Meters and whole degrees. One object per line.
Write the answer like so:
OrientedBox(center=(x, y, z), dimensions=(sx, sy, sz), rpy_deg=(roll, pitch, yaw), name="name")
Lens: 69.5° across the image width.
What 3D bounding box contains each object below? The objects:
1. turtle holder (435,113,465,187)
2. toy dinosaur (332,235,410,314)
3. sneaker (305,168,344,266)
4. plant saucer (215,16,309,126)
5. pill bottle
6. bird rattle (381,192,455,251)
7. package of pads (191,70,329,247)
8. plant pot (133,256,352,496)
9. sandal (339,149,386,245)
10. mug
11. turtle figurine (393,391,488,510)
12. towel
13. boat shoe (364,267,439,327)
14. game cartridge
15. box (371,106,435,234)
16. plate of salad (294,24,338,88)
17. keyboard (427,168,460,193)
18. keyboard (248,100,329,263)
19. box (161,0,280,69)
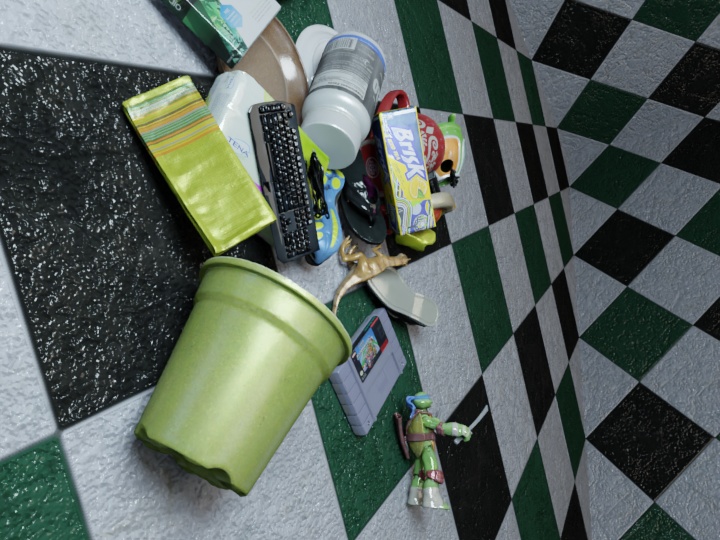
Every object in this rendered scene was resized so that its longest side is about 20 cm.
OrientedBox(center=(0.164, -0.258, 1.190), dimensions=(0.138, 0.185, 0.135), rpy_deg=(-13, 83, -31), name="turtle holder")
OrientedBox(center=(0.000, 0.000, 0.888), dimensions=(0.198, 0.106, 0.061), rpy_deg=(-31, 153, -23), name="toy dinosaur")
OrientedBox(center=(-0.068, -0.097, 0.820), dimensions=(0.069, 0.083, 0.203), rpy_deg=(15, 53, -23), name="sneaker")
OrientedBox(center=(-0.151, -0.299, 0.781), dimensions=(0.199, 0.036, 0.205), rpy_deg=(27, 58, -53), name="plant saucer")
OrientedBox(center=(-0.029, -0.269, 0.826), dimensions=(0.114, 0.112, 0.204), rpy_deg=(44, 49, -42), name="pill bottle")
OrientedBox(center=(0.103, -0.118, 1.023), dimensions=(0.199, 0.160, 0.115), rpy_deg=(18, 53, -62), name="bird rattle")
OrientedBox(center=(-0.135, -0.144, 0.698), dimensions=(0.199, 0.067, 0.158), rpy_deg=(38, 65, -48), name="package of pads")
OrientedBox(center=(-0.133, 0.123, 0.557), dimensions=(0.201, 0.197, 0.186), rpy_deg=(51, 53, -36), name="plant pot")
OrientedBox(center=(-0.003, -0.142, 0.910), dimensions=(0.074, 0.048, 0.204), rpy_deg=(-11, 73, -27), name="sandal")
OrientedBox(center=(0.061, -0.245, 1.035), dimensions=(0.179, 0.133, 0.200), rpy_deg=(55, 40, -4), name="mug")
OrientedBox(center=(0.154, 0.336, 0.967), dimensions=(0.199, 0.142, 0.198), rpy_deg=(30, 59, -46), name="turtle figurine")
OrientedBox(center=(-0.182, -0.122, 0.588), dimensions=(0.085, 0.018, 0.202), rpy_deg=(-32, 87, -16), name="towel")
OrientedBox(center=(0.069, 0.051, 0.997), dimensions=(0.198, 0.060, 0.075), rpy_deg=(31, 64, -33), name="boat shoe")
OrientedBox(center=(0.019, 0.168, 0.907), dimensions=(0.200, 0.038, 0.132), rpy_deg=(-48, 125, -53), name="game cartridge")
OrientedBox(center=(0.073, -0.170, 0.893), dimensions=(0.064, 0.068, 0.205), rpy_deg=(-151, -132, -75), name="box")
OrientedBox(center=(-0.052, -0.339, 0.942), dimensions=(0.198, 0.047, 0.205), rpy_deg=(12, 74, -46), name="plate of salad")
OrientedBox(center=(0.156, -0.174, 1.099), dimensions=(0.021, 0.125, 0.200), rpy_deg=(62, 9, 9), name="keyboard")
OrientedBox(center=(-0.081, -0.119, 0.682), dimensions=(0.103, 0.039, 0.205), rpy_deg=(-26, 114, -45), name="keyboard")
OrientedBox(center=(-0.208, -0.380, 0.672), dimensions=(0.199, 0.036, 0.146), rpy_deg=(40, 47, -24), name="box")
